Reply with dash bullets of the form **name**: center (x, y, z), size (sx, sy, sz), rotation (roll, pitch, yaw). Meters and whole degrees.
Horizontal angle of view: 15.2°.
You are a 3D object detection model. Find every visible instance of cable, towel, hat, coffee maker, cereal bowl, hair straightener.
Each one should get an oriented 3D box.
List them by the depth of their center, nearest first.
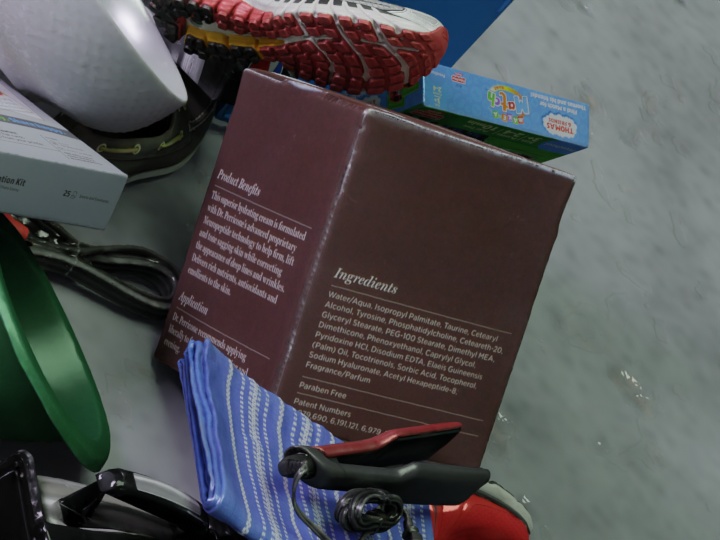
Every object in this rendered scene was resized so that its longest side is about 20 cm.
- **coffee maker**: center (-0.116, 0.209, 1.471), size (0.199, 0.135, 0.193), rotation (14, 67, -34)
- **towel**: center (-0.021, 0.129, 1.521), size (0.200, 0.024, 0.145), rotation (35, 24, -30)
- **hair straightener**: center (0.019, 0.125, 1.529), size (0.077, 0.041, 0.200), rotation (58, 22, 19)
- **hat**: center (-0.262, 0.067, 1.553), size (0.200, 0.175, 0.166), rotation (61, 6, -55)
- **cereal bowl**: center (-0.195, -0.167, 1.682), size (0.201, 0.083, 0.200), rotation (58, 6, -9)
- **cable**: center (-0.190, -0.022, 1.686), size (0.200, 0.050, 0.097), rotation (29, 33, -17)

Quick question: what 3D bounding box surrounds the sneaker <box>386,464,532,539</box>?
- **sneaker**: center (0.018, 0.167, 1.694), size (0.199, 0.077, 0.085), rotation (14, 59, -27)

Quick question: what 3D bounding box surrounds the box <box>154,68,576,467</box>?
- **box**: center (0.000, 0.000, 1.673), size (0.164, 0.201, 0.166), rotation (16, 5, -31)

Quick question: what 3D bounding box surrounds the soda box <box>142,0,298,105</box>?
- **soda box**: center (-0.116, -0.189, 1.868), size (0.063, 0.071, 0.200), rotation (14, 23, -47)

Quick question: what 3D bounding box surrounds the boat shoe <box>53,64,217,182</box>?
- **boat shoe**: center (-0.149, -0.102, 1.807), size (0.072, 0.060, 0.202), rotation (46, 34, 6)

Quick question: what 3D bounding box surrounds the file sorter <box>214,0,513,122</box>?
- **file sorter**: center (-0.009, -0.198, 1.920), size (0.138, 0.200, 0.123), rotation (17, 39, -40)

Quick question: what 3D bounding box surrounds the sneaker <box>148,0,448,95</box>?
- **sneaker**: center (-0.035, -0.174, 1.730), size (0.199, 0.078, 0.082), rotation (17, 61, 20)

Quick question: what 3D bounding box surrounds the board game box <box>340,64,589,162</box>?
- **board game box**: center (0.036, -0.091, 1.864), size (0.151, 0.200, 0.037), rotation (11, 73, -37)

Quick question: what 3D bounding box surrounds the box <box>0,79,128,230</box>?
- **box**: center (-0.255, -0.094, 1.593), size (0.156, 0.041, 0.200), rotation (10, 19, -49)
